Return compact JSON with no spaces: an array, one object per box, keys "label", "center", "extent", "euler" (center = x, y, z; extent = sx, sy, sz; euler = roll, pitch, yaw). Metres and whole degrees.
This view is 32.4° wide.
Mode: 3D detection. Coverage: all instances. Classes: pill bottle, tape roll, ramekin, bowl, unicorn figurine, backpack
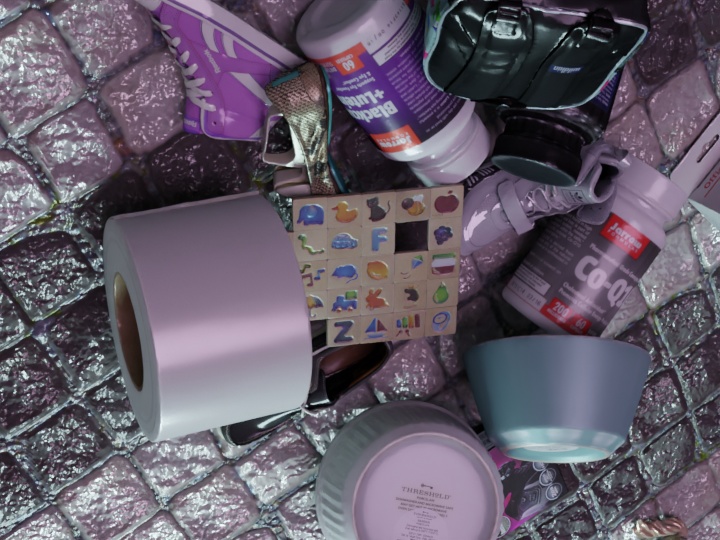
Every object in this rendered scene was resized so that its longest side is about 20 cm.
[{"label":"pill bottle","center":[0.038,-0.173,1.154],"extent":[0.111,0.111,0.200],"euler":[-42,122,-3]},{"label":"pill bottle","center":[0.250,-0.023,1.316],"extent":[0.114,0.114,0.201],"euler":[31,97,-32]},{"label":"pill bottle","center":[0.194,-0.189,1.188],"extent":[0.111,0.112,0.201],"euler":[22,82,-31]},{"label":"tape roll","center":[-0.142,0.041,1.111],"extent":[0.138,0.203,0.204],"euler":[-12,116,-20]},{"label":"ramekin","center":[0.058,0.241,1.303],"extent":[0.199,0.105,0.202],"euler":[0,91,-12]},{"label":"bowl","center":[0.206,0.142,1.303],"extent":[0.200,0.201,0.106],"euler":[12,70,-28]},{"label":"unicorn figurine","center":[0.398,0.412,1.593],"extent":[0.137,0.074,0.201],"euler":[-6,109,-34]},{"label":"backpack","center":[0.140,-0.218,1.041],"extent":[0.176,0.200,0.152],"euler":[7,69,-4]}]

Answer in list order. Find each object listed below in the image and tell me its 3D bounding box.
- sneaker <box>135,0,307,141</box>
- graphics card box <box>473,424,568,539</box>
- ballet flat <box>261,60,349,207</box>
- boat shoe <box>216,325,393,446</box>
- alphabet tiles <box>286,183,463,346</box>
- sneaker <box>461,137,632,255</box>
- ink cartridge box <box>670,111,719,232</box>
[{"label":"sneaker","center":[-0.144,-0.182,1.091],"extent":[0.200,0.073,0.115],"euler":[31,100,-32]},{"label":"graphics card box","center":[0.132,0.254,1.419],"extent":[0.199,0.051,0.126],"euler":[-32,121,-11]},{"label":"ballet flat","center":[-0.054,-0.110,1.148],"extent":[0.075,0.068,0.200],"euler":[-18,143,-4]},{"label":"boat shoe","center":[-0.058,0.116,1.262],"extent":[0.199,0.068,0.072],"euler":[-32,123,-7]},{"label":"alphabet tiles","center":[0.000,0.000,1.197],"extent":[0.199,0.008,0.168],"euler":[-5,121,-10]},{"label":"sneaker","center":[0.180,-0.076,1.257],"extent":[0.200,0.115,0.075],"euler":[-41,127,-4]},{"label":"ink cartridge box","center":[0.457,-0.086,1.412],"extent":[0.200,0.068,0.116],"euler":[36,93,-32]}]
